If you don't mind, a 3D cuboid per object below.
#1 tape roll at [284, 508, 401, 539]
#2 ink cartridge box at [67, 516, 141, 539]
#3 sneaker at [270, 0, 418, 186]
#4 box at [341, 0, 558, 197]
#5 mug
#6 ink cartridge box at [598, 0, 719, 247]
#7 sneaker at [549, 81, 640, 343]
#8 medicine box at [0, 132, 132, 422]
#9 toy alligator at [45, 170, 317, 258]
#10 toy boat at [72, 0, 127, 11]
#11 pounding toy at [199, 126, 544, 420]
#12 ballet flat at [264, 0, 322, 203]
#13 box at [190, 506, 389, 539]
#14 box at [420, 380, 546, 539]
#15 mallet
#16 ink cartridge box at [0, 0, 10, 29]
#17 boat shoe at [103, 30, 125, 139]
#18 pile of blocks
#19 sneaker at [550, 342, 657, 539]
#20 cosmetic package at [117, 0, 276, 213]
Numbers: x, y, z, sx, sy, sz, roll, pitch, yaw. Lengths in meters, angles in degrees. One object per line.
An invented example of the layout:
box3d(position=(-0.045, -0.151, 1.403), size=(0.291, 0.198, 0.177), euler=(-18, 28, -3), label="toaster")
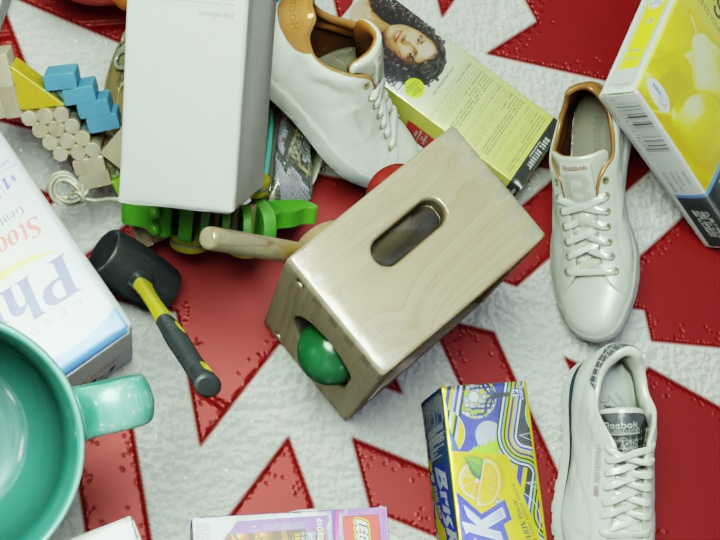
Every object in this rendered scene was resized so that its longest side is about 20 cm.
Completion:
box3d(position=(-0.032, 0.270, 0.861), size=(0.199, 0.037, 0.207), euler=(3, 72, -11), label="tape roll")
box3d(position=(-0.223, 0.234, 0.777), size=(0.197, 0.146, 0.086), euler=(-17, 77, -16), label="ink cartridge box")
box3d(position=(-0.001, -0.127, 0.911), size=(0.199, 0.084, 0.074), euler=(36, 44, -43), label="sneaker")
box3d(position=(0.063, -0.142, 1.003), size=(0.199, 0.050, 0.076), euler=(36, 69, 1), label="box")
box3d(position=(-0.230, 0.108, 0.730), size=(0.183, 0.114, 0.154), euler=(23, 78, -17), label="mug")
box3d(position=(0.285, -0.157, 0.998), size=(0.197, 0.047, 0.202), euler=(43, 66, -35), label="ink cartridge box")
box3d(position=(0.171, -0.047, 0.958), size=(0.072, 0.084, 0.204), euler=(-4, 82, 29), label="sneaker")
box3d(position=(-0.284, 0.022, 0.855), size=(0.181, 0.103, 0.201), euler=(-35, 81, -18), label="medicine box")
box3d(position=(-0.127, -0.040, 0.881), size=(0.196, 0.054, 0.060), euler=(5, 116, -9), label="toy alligator")
box3d(position=(-0.152, -0.236, 0.882), size=(0.196, 0.131, 0.132), euler=(-6, 51, 18), label="toy boat")
box3d(position=(0.000, 0.000, 0.874), size=(0.199, 0.184, 0.143), euler=(-38, 82, -19), label="pounding toy")
box3d(position=(-0.058, -0.127, 0.975), size=(0.071, 0.072, 0.204), euler=(6, 72, -9), label="ballet flat")
box3d(position=(-0.042, 0.264, 0.821), size=(0.134, 0.039, 0.204), euler=(-1, 73, -11), label="box")
box3d(position=(0.093, 0.187, 0.897), size=(0.069, 0.064, 0.204), euler=(-2, 74, -11), label="box")
box3d(position=(-0.128, 0.037, 0.848), size=(0.041, 0.200, 0.066), euler=(-51, 132, 4), label="mallet")
box3d(position=(-0.323, -0.212, 0.958), size=(0.093, 0.037, 0.203), euler=(14, 68, -7), label="ink cartridge box")
box3d(position=(-0.146, -0.189, 0.970), size=(0.072, 0.063, 0.203), euler=(26, 70, -2), label="boat shoe")
box3d(position=(-0.190, -0.105, 0.908), size=(0.082, 0.062, 0.200), euler=(-42, 113, 14), label="pile of blocks")
box3d(position=(0.188, 0.156, 0.917), size=(0.075, 0.081, 0.204), euler=(1, 74, -12), label="sneaker")
box3d(position=(-0.100, -0.145, 0.792), size=(0.080, 0.113, 0.204), euler=(7, 101, 5), label="cosmetic package")
